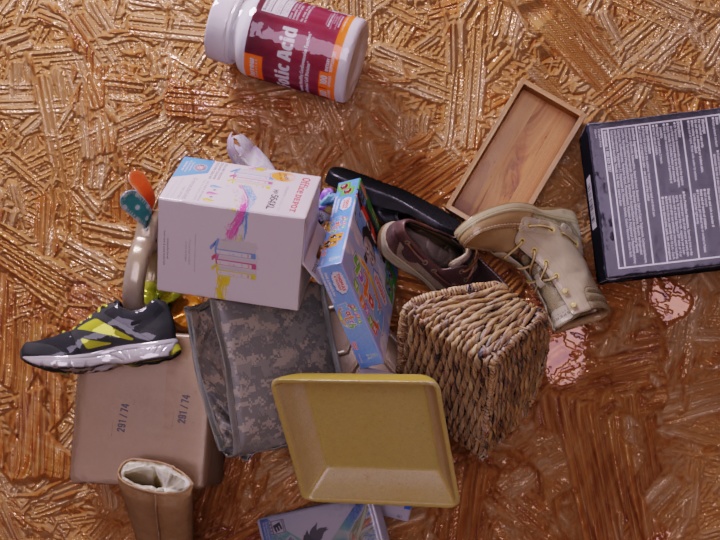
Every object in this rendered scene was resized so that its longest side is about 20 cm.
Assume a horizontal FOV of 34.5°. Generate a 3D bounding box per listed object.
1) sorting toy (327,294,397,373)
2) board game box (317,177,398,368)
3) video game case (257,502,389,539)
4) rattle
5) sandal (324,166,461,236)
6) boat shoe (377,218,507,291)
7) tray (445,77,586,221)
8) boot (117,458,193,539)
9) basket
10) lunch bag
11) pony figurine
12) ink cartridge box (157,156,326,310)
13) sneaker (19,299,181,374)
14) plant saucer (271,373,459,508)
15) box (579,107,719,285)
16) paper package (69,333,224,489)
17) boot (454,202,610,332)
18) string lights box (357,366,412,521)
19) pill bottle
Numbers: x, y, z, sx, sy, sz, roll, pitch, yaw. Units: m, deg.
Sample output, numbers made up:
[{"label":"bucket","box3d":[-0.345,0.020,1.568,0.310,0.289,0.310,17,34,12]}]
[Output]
[{"label":"sorting toy","box3d":[-0.040,0.136,1.541,0.200,0.036,0.185,-42,83,5]},{"label":"board game box","box3d":[0.000,0.000,1.437,0.036,0.200,0.152,-13,121,17]},{"label":"video game case","box3d":[-0.033,0.400,1.486,0.182,0.022,0.201,-18,83,28]},{"label":"rattle","box3d":[-0.241,-0.018,1.509,0.142,0.130,0.201,15,105,18]},{"label":"sandal","box3d":[0.044,-0.080,1.537,0.200,0.075,0.048,24,109,15]},{"label":"boat shoe","box3d":[0.119,-0.009,1.481,0.200,0.072,0.072,32,60,-19]},{"label":"tray","box3d":[0.205,-0.142,1.537,0.098,0.037,0.201,31,90,7]},{"label":"boot","box3d":[-0.219,0.337,1.464,0.174,0.066,0.201,9,128,7]},{"label":"basket","box3d":[0.141,0.105,1.447,0.149,0.201,0.143,30,51,28]},{"label":"lunch bag","box3d":[-0.114,0.126,1.446,0.163,0.117,0.201,-10,86,-29]},{"label":"pony figurine","box3d":[-0.134,-0.076,1.520,0.200,0.167,0.193,-43,98,10]},{"label":"ink cartridge box","box3d":[-0.131,-0.045,1.393,0.199,0.129,0.126,8,119,3]},{"label":"sneaker","box3d":[-0.326,0.082,1.455,0.199,0.074,0.085,-5,79,-5]},{"label":"plant saucer","box3d":[0.012,0.190,1.363,0.199,0.049,0.201,-1,127,16]},{"label":"box","box3d":[0.391,-0.092,1.470,0.197,0.123,0.201,-6,86,6]},{"label":"paper package","box3d":[-0.273,0.182,1.523,0.189,0.103,0.201,2,85,4]},{"label":"boot","box3d":[0.218,-0.001,1.447,0.073,0.199,0.156,-39,60,44]},{"label":"string lights box","box3d":[0.030,0.220,1.451,0.102,0.059,0.201,14,130,6]},{"label":"pill bottle","box3d":[-0.098,-0.303,1.541,0.199,0.114,0.115,16,87,7]}]
